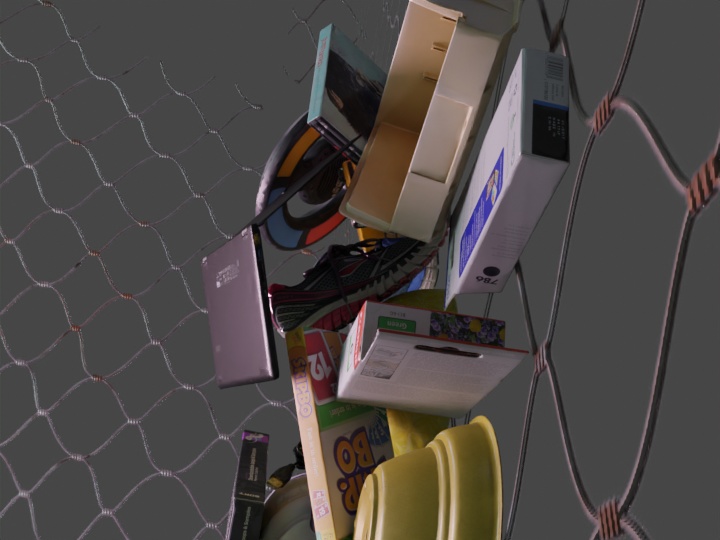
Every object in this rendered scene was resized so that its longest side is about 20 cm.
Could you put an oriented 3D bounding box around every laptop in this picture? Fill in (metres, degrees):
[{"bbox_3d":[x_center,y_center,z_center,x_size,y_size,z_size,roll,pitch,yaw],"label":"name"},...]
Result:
[{"bbox_3d":[-0.069,-0.002,0.915,0.187,0.115,0.201,158,105,-67],"label":"laptop"}]

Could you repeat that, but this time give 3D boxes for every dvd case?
[{"bbox_3d":[0.026,-0.145,1.027,0.022,0.200,0.146,-27,40,32],"label":"dvd case"}]

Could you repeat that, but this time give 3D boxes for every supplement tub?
[{"bbox_3d":[-0.044,0.309,1.095,0.200,0.145,0.146,166,114,-85],"label":"supplement tub"}]

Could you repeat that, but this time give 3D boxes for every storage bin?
[{"bbox_3d":[0.062,-0.157,0.850,0.199,0.093,0.201,-70,-2,-57],"label":"storage bin"}]

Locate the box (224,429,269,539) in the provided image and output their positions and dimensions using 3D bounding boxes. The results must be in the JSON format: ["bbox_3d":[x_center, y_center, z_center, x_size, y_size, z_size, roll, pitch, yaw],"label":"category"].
[{"bbox_3d":[-0.126,0.273,1.066,0.200,0.036,0.144,-102,22,-79],"label":"box"}]

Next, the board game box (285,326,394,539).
[{"bbox_3d":[-0.010,0.149,0.839,0.030,0.095,0.201,-22,67,36],"label":"board game box"}]

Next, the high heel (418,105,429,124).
[{"bbox_3d":[0.099,-0.237,1.039,0.200,0.071,0.143,-89,20,-66],"label":"high heel"}]

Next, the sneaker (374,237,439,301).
[{"bbox_3d":[0.027,0.033,1.125,0.079,0.089,0.201,-85,7,-48],"label":"sneaker"}]

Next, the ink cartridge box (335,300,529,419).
[{"bbox_3d":[0.048,0.062,0.750,0.200,0.108,0.051,113,165,-67],"label":"ink cartridge box"}]

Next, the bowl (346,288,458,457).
[{"bbox_3d":[0.021,0.110,0.969,0.200,0.107,0.201,-170,90,-84],"label":"bowl"}]

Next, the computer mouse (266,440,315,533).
[{"bbox_3d":[-0.039,0.212,1.033,0.200,0.140,0.046,-54,-47,-70],"label":"computer mouse"}]

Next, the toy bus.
[{"bbox_3d":[0.026,-0.063,1.106,0.200,0.078,0.065,77,178,-71],"label":"toy bus"}]

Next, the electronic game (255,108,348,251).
[{"bbox_3d":[-0.039,-0.108,1.089,0.200,0.042,0.200,-41,-28,-27],"label":"electronic game"}]

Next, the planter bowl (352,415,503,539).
[{"bbox_3d":[0.039,0.203,0.741,0.200,0.083,0.202,-171,90,-85],"label":"planter bowl"}]

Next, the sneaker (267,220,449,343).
[{"bbox_3d":[0.000,0.000,0.976,0.075,0.200,0.081,56,173,4],"label":"sneaker"}]

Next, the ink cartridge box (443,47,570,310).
[{"bbox_3d":[0.105,-0.057,0.737,0.200,0.039,0.100,110,169,-56],"label":"ink cartridge box"}]
